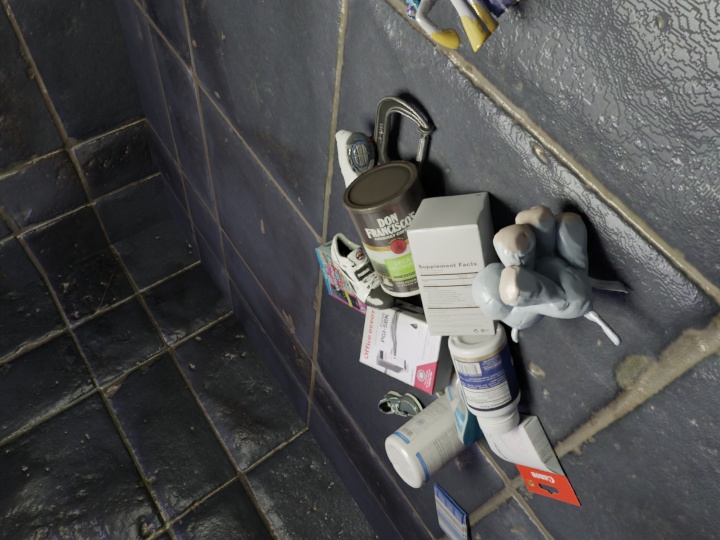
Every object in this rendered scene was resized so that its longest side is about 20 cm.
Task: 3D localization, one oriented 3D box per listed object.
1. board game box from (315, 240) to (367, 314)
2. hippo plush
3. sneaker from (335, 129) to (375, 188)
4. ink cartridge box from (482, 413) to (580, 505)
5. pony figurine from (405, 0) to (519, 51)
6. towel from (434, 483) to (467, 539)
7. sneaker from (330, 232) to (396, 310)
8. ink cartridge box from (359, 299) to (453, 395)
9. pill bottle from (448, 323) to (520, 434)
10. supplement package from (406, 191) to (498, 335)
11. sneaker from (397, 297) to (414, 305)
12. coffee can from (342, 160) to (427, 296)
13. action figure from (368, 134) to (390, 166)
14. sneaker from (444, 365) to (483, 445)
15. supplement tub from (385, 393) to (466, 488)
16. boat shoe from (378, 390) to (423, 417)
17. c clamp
[{"bbox_3d":[-0.030,0.016,1.493,0.199,0.063,0.151,25,137,55],"label":"board game box"},{"bbox_3d":[0.252,0.010,0.818,0.196,0.163,0.161,21,160,-10],"label":"hippo plush"},{"bbox_3d":[-0.002,-0.190,1.125,0.087,0.073,0.204,48,154,49],"label":"sneaker"},{"bbox_3d":[0.340,0.390,1.161,0.204,0.056,0.162,67,156,-1],"label":"ink cartridge box"},{"bbox_3d":[0.105,-0.376,0.675,0.199,0.194,0.166,42,160,-5],"label":"pony figurine"},{"bbox_3d":[0.280,0.756,1.713,0.146,0.023,0.204,35,143,50],"label":"towel"},{"bbox_3d":[0.000,0.000,1.214,0.200,0.074,0.089,44,160,23],"label":"sneaker"},{"bbox_3d":[0.102,0.156,1.223,0.197,0.082,0.151,17,106,36],"label":"ink cartridge box"},{"bbox_3d":[0.243,0.207,1.079,0.110,0.110,0.204,17,132,57],"label":"pill bottle"},{"bbox_3d":[0.163,-0.009,0.946,0.117,0.122,0.204,-3,119,24],"label":"supplement package"},{"bbox_3d":[0.098,0.141,1.362,0.091,0.074,0.204,41,147,57],"label":"sneaker"},{"bbox_3d":[0.069,-0.076,1.046,0.145,0.146,0.203,28,151,51],"label":"coffee can"},{"bbox_3d":[0.016,-0.194,1.194,0.066,0.051,0.201,47,155,18],"label":"action figure"},{"bbox_3d":[0.234,0.296,1.256,0.081,0.075,0.205,35,139,57],"label":"sneaker"},{"bbox_3d":[0.168,0.398,1.331,0.132,0.197,0.134,45,152,33],"label":"supplement tub"},{"bbox_3d":[0.113,0.392,1.607,0.074,0.061,0.199,65,157,-8],"label":"boat shoe"},{"bbox_3d":[0.091,-0.214,1.027,0.169,0.027,0.203,33,147,27],"label":"c clamp"}]
